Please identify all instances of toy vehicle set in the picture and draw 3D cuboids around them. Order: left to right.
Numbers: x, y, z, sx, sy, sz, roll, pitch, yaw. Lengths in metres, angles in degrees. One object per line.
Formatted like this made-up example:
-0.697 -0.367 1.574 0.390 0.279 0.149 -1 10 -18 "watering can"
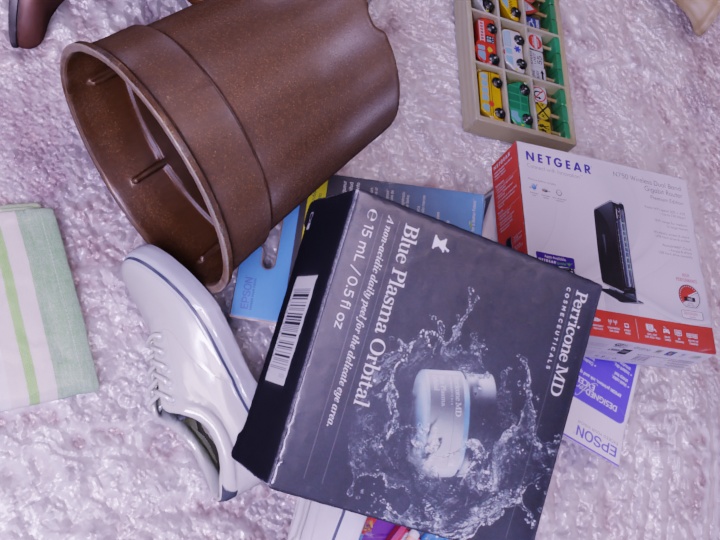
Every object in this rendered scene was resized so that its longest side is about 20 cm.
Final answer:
0.159 -0.226 1.056 0.122 0.026 0.204 9 65 -24 "toy vehicle set"

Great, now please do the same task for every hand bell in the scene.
0.340 -0.371 1.195 0.197 0.105 0.105 27 58 0 "hand bell"

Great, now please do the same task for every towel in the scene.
-0.298 0.033 0.708 0.197 0.023 0.155 -10 74 -32 "towel"

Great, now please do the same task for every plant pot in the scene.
-0.086 -0.123 0.758 0.197 0.200 0.202 -36 87 -23 "plant pot"

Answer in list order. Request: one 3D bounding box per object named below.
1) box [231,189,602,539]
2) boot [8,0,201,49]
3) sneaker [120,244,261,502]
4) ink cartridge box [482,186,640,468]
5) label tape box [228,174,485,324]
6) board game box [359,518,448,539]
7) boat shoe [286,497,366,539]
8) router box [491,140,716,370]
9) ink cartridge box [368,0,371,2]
0.039 0.071 0.709 0.197 0.117 0.200 19 83 -18 "box"
-0.175 -0.238 0.834 0.197 0.068 0.192 23 79 -14 "boot"
-0.128 0.075 0.745 0.070 0.073 0.202 -30 84 -37 "sneaker"
0.170 0.053 0.927 0.196 0.043 0.202 31 57 -11 "ink cartridge box"
0.000 0.000 0.841 0.196 0.064 0.147 8 63 0 "label tape box"
0.055 0.206 0.800 0.155 0.039 0.204 6 65 -25 "board game box"
-0.058 0.244 0.717 0.064 0.074 0.202 25 54 3 "boat shoe"
0.221 -0.011 0.926 0.196 0.049 0.183 9 64 -22 "router box"
-0.083 -0.317 0.936 0.145 0.084 0.201 -34 86 -33 "ink cartridge box"
